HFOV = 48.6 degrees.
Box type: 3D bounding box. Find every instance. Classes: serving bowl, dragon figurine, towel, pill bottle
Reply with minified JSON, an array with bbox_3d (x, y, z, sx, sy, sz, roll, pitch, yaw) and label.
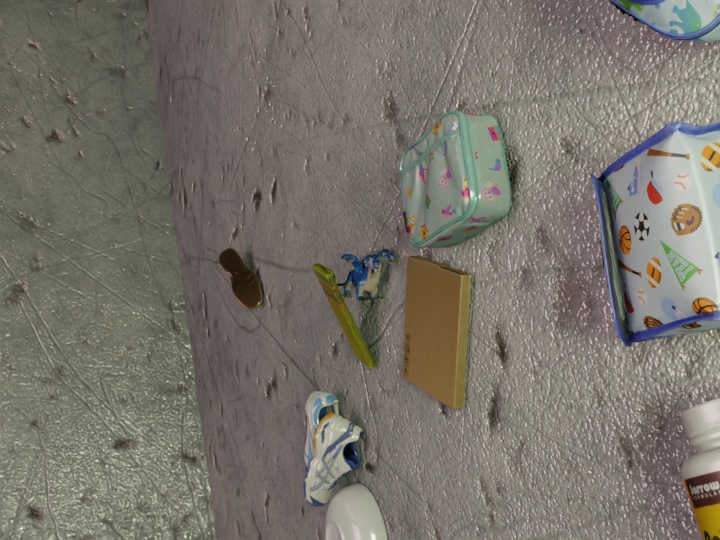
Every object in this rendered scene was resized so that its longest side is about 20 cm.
[{"bbox_3d":[-0.019,0.502,1.483,0.200,0.065,0.202,-170,79,-64],"label":"serving bowl"},{"bbox_3d":[0.000,0.000,1.394,0.200,0.058,0.100,-164,73,-63],"label":"dragon figurine"},{"bbox_3d":[-0.028,0.079,1.414,0.201,0.018,0.086,65,167,-21],"label":"towel"},{"bbox_3d":[0.331,0.203,0.644,0.109,0.109,0.201,132,130,-57],"label":"pill bottle"}]

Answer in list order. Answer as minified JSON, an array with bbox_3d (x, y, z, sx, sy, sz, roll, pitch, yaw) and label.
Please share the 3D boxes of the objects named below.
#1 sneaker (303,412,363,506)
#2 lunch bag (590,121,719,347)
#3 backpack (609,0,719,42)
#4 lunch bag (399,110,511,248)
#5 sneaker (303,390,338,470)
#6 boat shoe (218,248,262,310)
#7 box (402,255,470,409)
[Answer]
[{"bbox_3d":[-0.049,0.370,1.501,0.088,0.075,0.201,19,114,19],"label":"sneaker"},{"bbox_3d":[0.282,-0.025,0.721,0.200,0.123,0.171,135,129,-75],"label":"lunch bag"},{"bbox_3d":[0.275,-0.291,0.671,0.200,0.146,0.184,57,144,42],"label":"backpack"},{"bbox_3d":[0.121,-0.123,1.099,0.200,0.077,0.162,149,115,-62],"label":"lunch bag"},{"bbox_3d":[-0.069,0.338,1.571,0.072,0.072,0.202,8,105,52],"label":"sneaker"},{"bbox_3d":[-0.298,0.029,2.042,0.200,0.072,0.065,53,176,33],"label":"boat shoe"},{"bbox_3d":[0.112,0.089,1.205,0.163,0.021,0.201,-157,67,-63],"label":"box"}]
